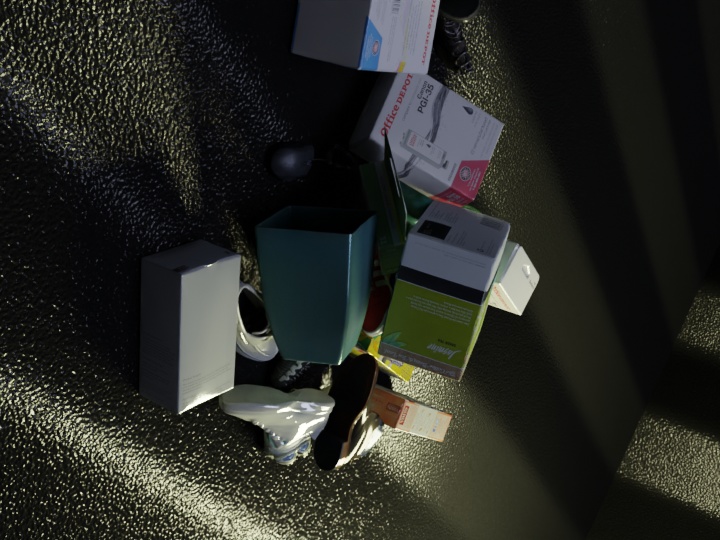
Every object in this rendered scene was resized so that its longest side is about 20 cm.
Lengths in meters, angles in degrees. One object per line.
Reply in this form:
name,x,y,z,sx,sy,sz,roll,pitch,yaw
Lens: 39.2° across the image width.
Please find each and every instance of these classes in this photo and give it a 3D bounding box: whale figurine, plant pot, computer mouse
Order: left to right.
computer mouse,-0.065,-0.160,1.495,0.199,0.034,0.059,-11,114,-55
plant pot,-0.061,0.023,1.443,0.141,0.140,0.202,-44,137,-68
whale figurine,0.100,-0.135,1.693,0.159,0.103,0.201,-48,143,-33

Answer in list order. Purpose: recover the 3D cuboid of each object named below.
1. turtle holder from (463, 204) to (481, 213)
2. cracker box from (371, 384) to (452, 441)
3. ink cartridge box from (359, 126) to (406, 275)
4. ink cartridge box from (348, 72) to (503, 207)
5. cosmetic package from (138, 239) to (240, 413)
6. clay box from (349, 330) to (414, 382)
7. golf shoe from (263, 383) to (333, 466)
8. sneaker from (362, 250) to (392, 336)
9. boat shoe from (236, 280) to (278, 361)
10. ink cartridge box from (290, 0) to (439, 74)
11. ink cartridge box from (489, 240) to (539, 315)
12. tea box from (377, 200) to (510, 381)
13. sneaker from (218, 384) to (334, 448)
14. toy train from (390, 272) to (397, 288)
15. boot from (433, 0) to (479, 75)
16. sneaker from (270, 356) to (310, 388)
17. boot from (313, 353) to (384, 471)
turtle holder,0.153,-0.016,1.681,0.132,0.140,0.187,46,37,-84
cracker box,0.061,0.246,1.803,0.200,0.133,0.058,27,84,-58
ink cartridge box,0.034,-0.099,1.494,0.200,0.048,0.146,79,-2,-67
ink cartridge box,0.102,-0.208,1.569,0.199,0.083,0.147,29,74,-18
cosmetic package,-0.225,0.072,1.332,0.113,0.081,0.201,-20,121,-51
clay box,0.004,0.118,1.669,0.048,0.114,0.200,-63,148,-11
golf shoe,-0.081,0.225,1.639,0.200,0.078,0.098,-39,130,-42
sneaker,0.000,0.000,1.581,0.112,0.071,0.201,43,34,-40
boat shoe,-0.153,0.073,1.454,0.072,0.065,0.201,-54,144,-25
ink cartridge box,0.017,-0.354,1.432,0.199,0.125,0.130,-10,115,-55
ink cartridge box,0.203,-0.010,1.822,0.084,0.199,0.146,-62,147,-13
tea box,0.128,0.025,1.514,0.200,0.133,0.198,-50,156,-66
sneaker,-0.130,0.226,1.529,0.199,0.075,0.089,10,105,-37
toy train,0.060,0.067,1.739,0.200,0.086,0.115,41,60,-56
boot,0.146,-0.378,1.572,0.069,0.200,0.175,-29,132,-4
sneaker,-0.089,0.090,1.562,0.200,0.090,0.066,-52,169,17
boot,-0.004,0.223,1.623,0.097,0.074,0.201,6,111,-56
